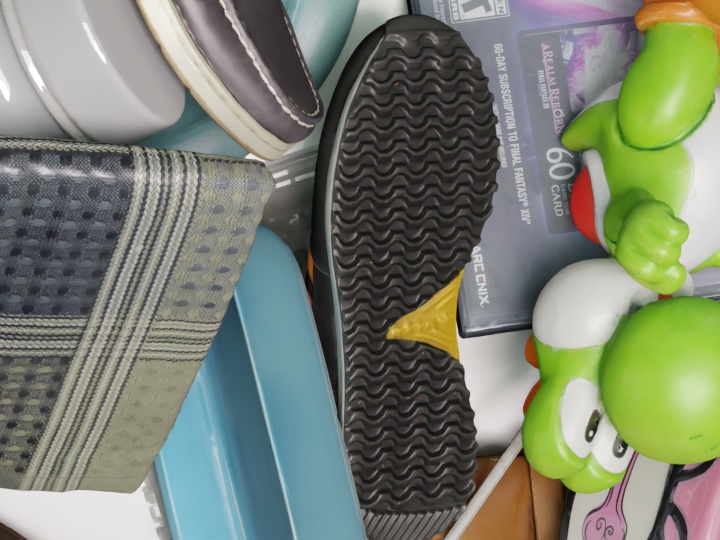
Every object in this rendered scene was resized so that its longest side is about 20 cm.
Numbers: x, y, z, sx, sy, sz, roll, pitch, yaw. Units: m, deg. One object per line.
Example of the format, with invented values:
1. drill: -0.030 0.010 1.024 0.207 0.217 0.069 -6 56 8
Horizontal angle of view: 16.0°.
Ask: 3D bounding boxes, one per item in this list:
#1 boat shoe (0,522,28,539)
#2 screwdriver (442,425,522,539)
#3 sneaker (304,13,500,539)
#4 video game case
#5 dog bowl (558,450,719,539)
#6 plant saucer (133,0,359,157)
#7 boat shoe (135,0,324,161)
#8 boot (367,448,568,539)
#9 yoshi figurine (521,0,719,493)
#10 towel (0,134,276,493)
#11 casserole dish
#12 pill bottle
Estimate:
1. boat shoe: -0.201 0.121 0.999 0.202 0.075 0.075 26 109 -4
2. screwdriver: 0.080 0.042 1.007 0.028 0.029 0.200 36 72 1
3. sneaker: 0.000 0.000 0.981 0.070 0.090 0.200 -4 102 -28
4. video game case: 0.126 -0.057 1.012 0.200 0.019 0.143 -8 82 -5
5. dog bowl: 0.179 0.116 1.001 0.200 0.074 0.201 0 90 -28
6. plant saucer: -0.098 -0.123 0.967 0.200 0.027 0.200 1 108 2
7. boat shoe: -0.057 -0.136 0.910 0.065 0.072 0.200 -24 99 15
8. boot: 0.071 0.169 1.034 0.154 0.074 0.200 -20 103 -8
9. yoshi figurine: 0.126 -0.010 0.941 0.112 0.112 0.200 20 82 -3
10. towel: -0.146 0.016 0.910 0.192 0.035 0.200 2 142 -22
11. casserole dish: -0.042 0.067 0.971 0.039 0.121 0.200 -10 80 -26
12. pill bottle: -0.169 -0.052 0.922 0.200 0.111 0.111 -22 101 16
